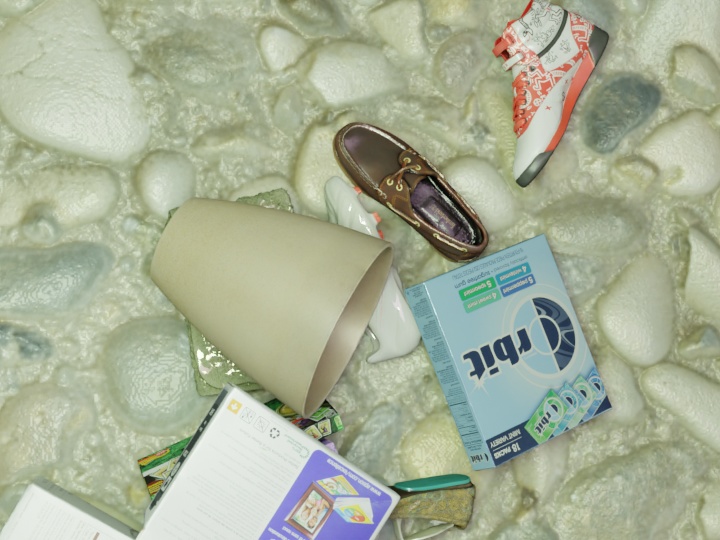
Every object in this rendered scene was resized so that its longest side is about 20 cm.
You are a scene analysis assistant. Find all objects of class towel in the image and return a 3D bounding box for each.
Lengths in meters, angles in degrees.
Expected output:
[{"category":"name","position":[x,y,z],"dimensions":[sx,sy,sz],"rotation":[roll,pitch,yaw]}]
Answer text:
[{"category":"towel","position":[-0.117,0.022,1.437],"dimensions":[0.147,0.036,0.202],"rotation":[-11,87,-12]}]

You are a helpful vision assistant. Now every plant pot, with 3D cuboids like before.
[{"category":"plant pot","position":[-0.096,0.013,1.346],"dimensions":[0.199,0.187,0.188],"rotation":[27,80,9]}]

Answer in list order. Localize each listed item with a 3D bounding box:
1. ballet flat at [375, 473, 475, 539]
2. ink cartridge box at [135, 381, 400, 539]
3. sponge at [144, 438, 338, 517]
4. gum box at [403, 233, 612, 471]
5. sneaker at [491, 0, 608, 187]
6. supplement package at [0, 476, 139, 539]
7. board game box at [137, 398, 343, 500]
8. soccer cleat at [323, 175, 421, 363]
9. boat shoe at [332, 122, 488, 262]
[{"category":"ballet flat","position":[0.029,0.244,1.412],"dimensions":[0.198,0.071,0.071],"rotation":[2,84,-26]},{"category":"ink cartridge box","position":[-0.096,0.243,1.305],"dimensions":[0.197,0.043,0.201],"rotation":[35,82,-11]},{"category":"sponge","position":[-0.118,0.218,1.379],"dimensions":[0.198,0.112,0.030],"rotation":[-23,91,-11]},{"category":"gum box","position":[0.156,0.083,1.449],"dimensions":[0.169,0.044,0.202],"rotation":[-20,89,-31]},{"category":"sneaker","position":[0.180,-0.196,1.495],"dimensions":[0.107,0.067,0.203],"rotation":[29,77,-5]},{"category":"supplement package","position":[-0.258,0.300,1.345],"dimensions":[0.199,0.117,0.118],"rotation":[31,80,-6]},{"category":"board game box","position":[-0.122,0.175,1.387],"dimensions":[0.199,0.105,0.024],"rotation":[-24,107,-12]},{"category":"soccer cleat","position":[0.000,0.000,1.446],"dimensions":[0.077,0.069,0.201],"rotation":[-26,92,-8]},{"category":"boat shoe","position":[0.056,-0.088,1.462],"dimensions":[0.199,0.070,0.071],"rotation":[39,81,-3]}]
